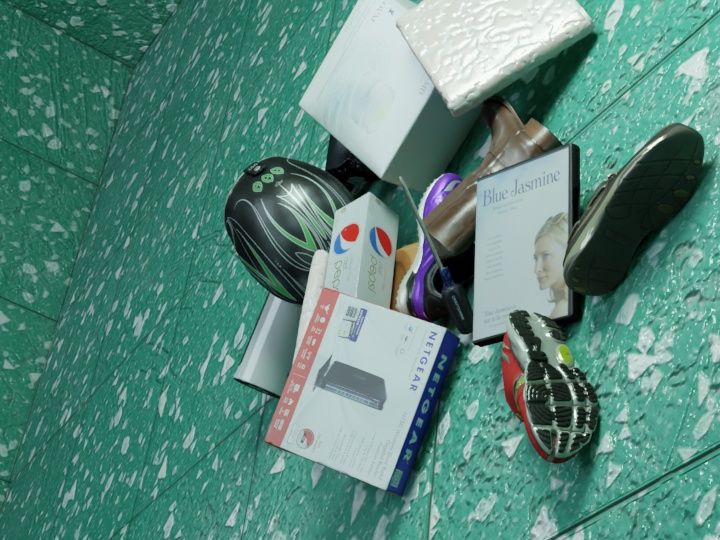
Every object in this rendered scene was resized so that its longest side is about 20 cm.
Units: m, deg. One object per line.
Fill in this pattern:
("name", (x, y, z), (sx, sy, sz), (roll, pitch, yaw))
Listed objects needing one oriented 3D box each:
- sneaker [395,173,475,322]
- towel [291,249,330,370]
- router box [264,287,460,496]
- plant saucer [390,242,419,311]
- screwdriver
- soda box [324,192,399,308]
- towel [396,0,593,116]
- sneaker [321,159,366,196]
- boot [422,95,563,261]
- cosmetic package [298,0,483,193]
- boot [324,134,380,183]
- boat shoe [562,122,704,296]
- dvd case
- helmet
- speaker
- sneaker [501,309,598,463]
("sneaker", (0.114, -0.029, 1.663), (0.099, 0.069, 0.202), (-15, 55, 53))
("towel", (-0.054, 0.109, 1.801), (0.192, 0.032, 0.202), (82, -168, -48))
("router box", (0.002, 0.141, 1.612), (0.178, 0.049, 0.202), (16, 81, 30))
("plant saucer", (0.038, 0.052, 1.778), (0.200, 0.037, 0.201), (-49, 26, 34))
("screwdriver", (0.090, -0.018, 1.561), (0.029, 0.202, 0.028), (-10, 19, 36))
("soda box", (0.000, 0.000, 1.771), (0.068, 0.063, 0.202), (-28, 40, 36))
("towel", (0.161, -0.301, 1.681), (0.199, 0.032, 0.192), (-33, 50, 4))
("sneaker", (-0.045, -0.084, 2.086), (0.200, 0.077, 0.141), (-41, 39, 47))
("boot", (0.131, -0.109, 1.636), (0.200, 0.064, 0.186), (-48, 25, 2))
("cosmetic package", (0.054, -0.247, 1.846), (0.200, 0.122, 0.201), (42, 109, 34))
("boot", (0.039, -0.217, 1.989), (0.198, 0.076, 0.170), (-9, 71, 22))
("boat shoe", (0.260, -0.069, 1.346), (0.201, 0.074, 0.074), (-54, 24, 23))
("dvd case", (0.180, -0.027, 1.474), (0.142, 0.017, 0.202), (-20, 58, 45))
("helmet", (-0.083, -0.050, 1.913), (0.190, 0.199, 0.201), (40, 106, 34))
("speaker", (-0.114, 0.083, 2.019), (0.081, 0.081, 0.202), (0, 67, 66))
("sneaker", (0.181, 0.127, 1.348), (0.201, 0.076, 0.086), (-96, 17, -54))
